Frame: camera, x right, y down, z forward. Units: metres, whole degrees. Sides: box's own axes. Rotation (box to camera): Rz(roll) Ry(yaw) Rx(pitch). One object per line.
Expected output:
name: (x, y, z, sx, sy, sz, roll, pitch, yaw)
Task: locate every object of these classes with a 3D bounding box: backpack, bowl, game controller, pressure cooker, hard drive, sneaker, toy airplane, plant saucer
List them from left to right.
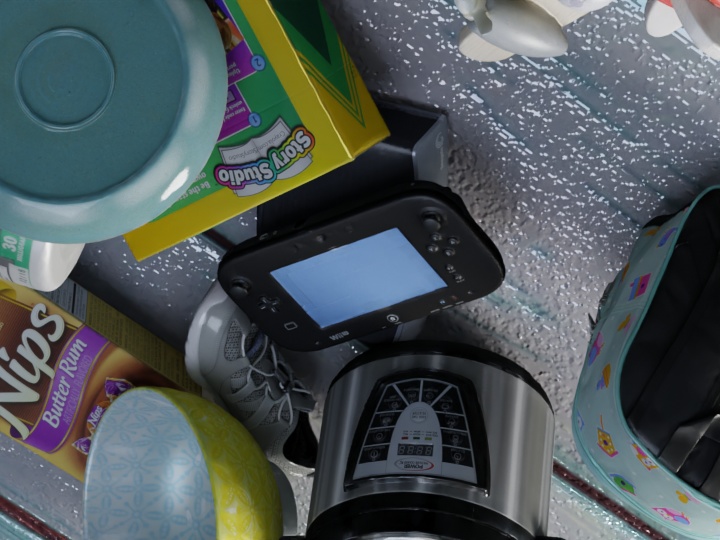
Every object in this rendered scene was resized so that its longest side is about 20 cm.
plant saucer: (-0.183, -0.118, 1.472, 0.199, 0.201, 0.027, 18, 175, 6)
bowl: (-0.110, 0.182, 1.710, 0.107, 0.201, 0.200, -1, 145, -34)
sneaker: (-0.069, 0.079, 1.726, 0.082, 0.075, 0.201, 14, 145, 26)
hard drive: (-0.010, -0.033, 1.631, 0.134, 0.042, 0.201, 14, 132, 9)
game controller: (0.000, 0.000, 1.598, 0.199, 0.042, 0.105, -19, 120, 33)
pressure cooker: (0.051, 0.172, 1.656, 0.178, 0.201, 0.176, 27, 142, -24)
toy airplane: (0.147, -0.190, 1.368, 0.198, 0.142, 0.201, 9, 131, 12)
backpack: (0.227, 0.072, 1.523, 0.175, 0.201, 0.153, 33, 149, -12)

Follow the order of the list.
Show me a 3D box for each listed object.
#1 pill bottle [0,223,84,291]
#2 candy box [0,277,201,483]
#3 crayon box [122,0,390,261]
pill bottle: (-0.277, -0.067, 1.543, 0.199, 0.113, 0.114, 17, 133, 6)
candy box: (-0.230, 0.072, 1.757, 0.199, 0.057, 0.117, 35, 112, -20)
crayon box: (-0.105, -0.122, 1.550, 0.199, 0.058, 0.173, -23, 100, 35)
